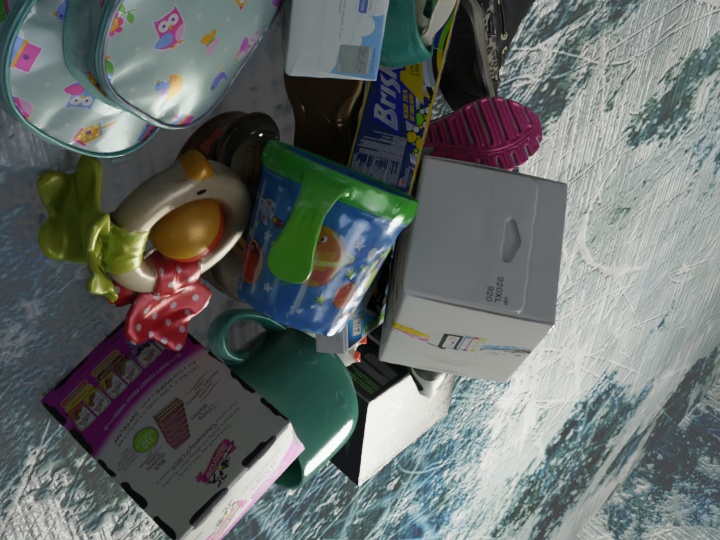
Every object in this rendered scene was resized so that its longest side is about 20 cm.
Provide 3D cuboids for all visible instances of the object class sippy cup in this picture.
[{"bbox_3d":[-0.037,-0.022,0.820,0.177,0.139,0.131,12,103,-49],"label":"sippy cup"}]

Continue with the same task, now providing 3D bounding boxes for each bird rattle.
[{"bbox_3d":[-0.155,-0.017,0.802,0.163,0.113,0.200,-37,147,3],"label":"bird rattle"}]

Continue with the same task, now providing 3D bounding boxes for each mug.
[{"bbox_3d":[-0.076,0.126,1.056,0.114,0.151,0.186,-39,147,-32],"label":"mug"}]

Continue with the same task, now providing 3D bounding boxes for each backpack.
[{"bbox_3d":[-0.156,-0.170,0.634,0.200,0.153,0.176,-51,157,8],"label":"backpack"}]

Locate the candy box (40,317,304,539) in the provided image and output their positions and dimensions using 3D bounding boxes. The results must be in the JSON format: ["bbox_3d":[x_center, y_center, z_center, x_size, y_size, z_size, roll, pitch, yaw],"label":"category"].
[{"bbox_3d":[-0.166,0.136,0.881,0.136,0.199,0.061,-45,149,-16],"label":"candy box"}]

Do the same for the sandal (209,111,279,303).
[{"bbox_3d":[-0.089,-0.044,0.884,0.081,0.054,0.201,-28,141,-39],"label":"sandal"}]

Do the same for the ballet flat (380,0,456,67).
[{"bbox_3d":[0.060,-0.272,0.864,0.067,0.070,0.202,17,84,-68],"label":"ballet flat"}]

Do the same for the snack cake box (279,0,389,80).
[{"bbox_3d":[-0.022,-0.235,0.719,0.066,0.201,0.116,2,129,-9],"label":"snack cake box"}]

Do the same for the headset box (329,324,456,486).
[{"bbox_3d":[0.031,0.160,1.312,0.199,0.093,0.175,-33,145,-34],"label":"headset box"}]

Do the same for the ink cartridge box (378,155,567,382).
[{"bbox_3d":[0.106,0.005,0.991,0.200,0.143,0.149,105,-5,-67],"label":"ink cartridge box"}]

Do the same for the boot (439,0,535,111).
[{"bbox_3d":[0.152,-0.262,1.077,0.154,0.073,0.204,-49,152,-17],"label":"boot"}]

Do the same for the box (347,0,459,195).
[{"bbox_3d":[0.040,-0.170,0.928,0.070,0.064,0.202,66,39,-86],"label":"box"}]

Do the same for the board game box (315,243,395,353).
[{"bbox_3d":[0.000,0.000,1.046,0.200,0.034,0.128,-30,121,-70],"label":"board game box"}]

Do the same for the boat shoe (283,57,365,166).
[{"bbox_3d":[-0.031,-0.171,0.915,0.065,0.071,0.201,-75,175,-46],"label":"boat shoe"}]

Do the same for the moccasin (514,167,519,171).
[{"bbox_3d":[0.139,-0.092,1.137,0.200,0.080,0.069,-39,116,-40],"label":"moccasin"}]

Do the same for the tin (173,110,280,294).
[{"bbox_3d":[-0.114,-0.056,0.929,0.112,0.042,0.201,-37,147,-21],"label":"tin"}]

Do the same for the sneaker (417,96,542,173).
[{"bbox_3d":[0.095,-0.133,1.070,0.198,0.082,0.088,-13,-174,-3],"label":"sneaker"}]

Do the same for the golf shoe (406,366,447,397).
[{"bbox_3d":[0.078,0.065,1.227,0.201,0.077,0.095,-82,174,-47],"label":"golf shoe"}]

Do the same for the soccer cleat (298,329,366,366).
[{"bbox_3d":[-0.046,0.024,1.088,0.069,0.077,0.201,-65,151,-51],"label":"soccer cleat"}]
